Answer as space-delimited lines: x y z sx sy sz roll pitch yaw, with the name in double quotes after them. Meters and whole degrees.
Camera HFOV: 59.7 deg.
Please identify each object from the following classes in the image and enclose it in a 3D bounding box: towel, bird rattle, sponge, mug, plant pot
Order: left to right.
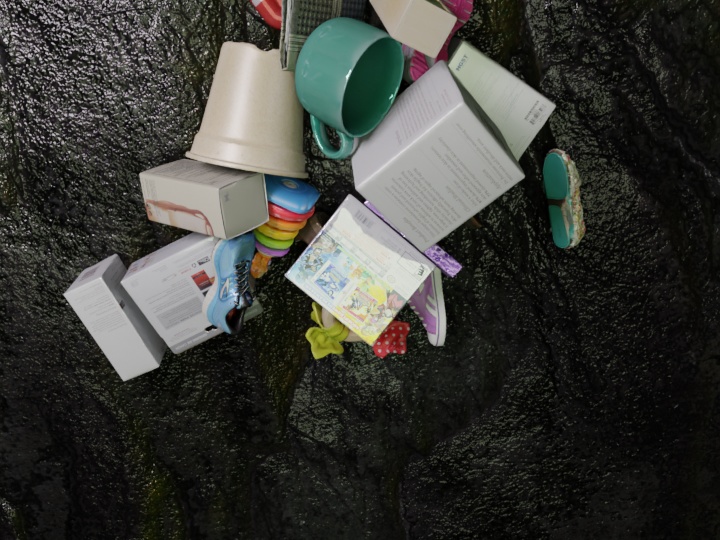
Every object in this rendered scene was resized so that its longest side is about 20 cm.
-0.168 -0.258 1.006 0.199 0.201 0.185 8 101 -8 "plant pot"
-0.055 -0.403 0.958 0.034 0.200 0.194 21 115 27 "towel"
-0.033 -0.278 0.928 0.114 0.152 0.186 32 87 23 "mug"
-0.003 0.098 1.183 0.198 0.113 0.164 2 130 -1 "bird rattle"
0.093 -0.061 1.108 0.200 0.112 0.030 41 93 1 "sponge"

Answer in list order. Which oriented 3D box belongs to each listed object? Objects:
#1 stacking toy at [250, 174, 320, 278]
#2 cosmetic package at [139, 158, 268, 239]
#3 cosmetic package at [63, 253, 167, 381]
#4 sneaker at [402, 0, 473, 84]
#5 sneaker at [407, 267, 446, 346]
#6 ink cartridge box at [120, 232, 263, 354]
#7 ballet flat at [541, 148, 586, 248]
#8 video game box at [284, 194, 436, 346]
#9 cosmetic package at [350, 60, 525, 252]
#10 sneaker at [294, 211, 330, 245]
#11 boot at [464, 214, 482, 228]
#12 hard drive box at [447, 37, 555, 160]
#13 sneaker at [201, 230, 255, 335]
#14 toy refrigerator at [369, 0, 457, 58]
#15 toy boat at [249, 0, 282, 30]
-0.156 -0.067 1.119 0.109 0.116 0.201 24 117 -1 "stacking toy"
-0.258 -0.121 1.035 0.199 0.103 0.088 15 120 36 "cosmetic package"
-0.442 0.088 1.158 0.081 0.113 0.201 -24 114 6 "cosmetic package"
0.112 -0.390 1.021 0.081 0.088 0.201 26 86 -24 "sneaker"
0.104 0.055 1.215 0.113 0.073 0.202 -9 102 0 "sneaker"
-0.301 0.032 1.160 0.199 0.084 0.176 -25 114 6 "ink cartridge box"
0.381 -0.137 1.165 0.064 0.075 0.201 -28 121 -26 "ballet flat"
0.000 0.000 1.103 0.200 0.047 0.183 40 90 -5 "video game box"
0.110 -0.176 0.973 0.200 0.167 0.167 -36 124 21 "cosmetic package"
-0.039 -0.024 1.180 0.075 0.071 0.200 -32 111 31 "sneaker"
0.126 -0.126 1.145 0.200 0.075 0.097 41 115 -10 "boot"
0.203 -0.275 1.077 0.199 0.077 0.156 29 107 -16 "hard drive box"
-0.203 0.022 1.060 0.078 0.090 0.201 -15 131 -44 "sneaker"
0.073 -0.396 0.932 0.075 0.201 0.070 17 123 -24 "toy refrigerator"
-0.132 -0.463 0.940 0.130 0.131 0.200 -37 111 10 "toy boat"
